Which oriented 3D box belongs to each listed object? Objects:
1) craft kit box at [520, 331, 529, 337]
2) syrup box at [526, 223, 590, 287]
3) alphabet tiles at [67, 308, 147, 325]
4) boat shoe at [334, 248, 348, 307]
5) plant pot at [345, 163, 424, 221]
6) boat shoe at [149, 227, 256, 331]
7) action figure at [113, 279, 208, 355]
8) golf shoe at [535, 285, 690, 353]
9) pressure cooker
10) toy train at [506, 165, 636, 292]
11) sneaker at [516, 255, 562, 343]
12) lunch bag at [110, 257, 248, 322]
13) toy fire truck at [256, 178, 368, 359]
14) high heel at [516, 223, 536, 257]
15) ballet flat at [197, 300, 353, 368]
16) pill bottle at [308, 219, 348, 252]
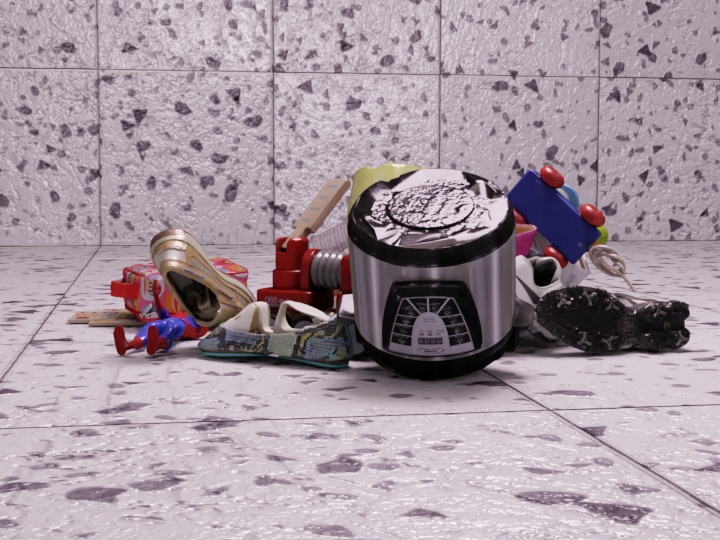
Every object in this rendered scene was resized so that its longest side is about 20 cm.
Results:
[{"bbox_3d":[0.129,0.060,1.574,0.199,0.049,0.197,3,3,30],"label":"craft kit box"},{"bbox_3d":[0.185,-0.026,1.515,0.200,0.079,0.082,20,36,-25],"label":"syrup box"},{"bbox_3d":[-0.310,0.066,1.707,0.199,0.006,0.166,0,5,-4],"label":"alphabet tiles"},{"bbox_3d":[0.000,0.000,1.561,0.200,0.072,0.076,-33,-14,-10],"label":"boat shoe"},{"bbox_3d":[0.049,-0.061,1.855,0.200,0.185,0.200,2,-13,1],"label":"plant pot"},{"bbox_3d":[-0.178,0.038,1.385,0.072,0.076,0.200,-29,-45,14],"label":"boat shoe"},{"bbox_3d":[-0.231,0.044,1.452,0.065,0.099,0.200,2,2,13],"label":"action figure"},{"bbox_3d":[0.288,0.061,1.416,0.199,0.078,0.094,10,-2,-18],"label":"golf shoe"},{"bbox_3d":[0.079,0.016,1.238,0.178,0.201,0.176,-25,39,-28],"label":"pressure cooker"},{"bbox_3d":[0.279,-0.039,1.476,0.200,0.085,0.116,47,19,20],"label":"toy train"},{"bbox_3d":[0.219,0.029,1.436,0.074,0.089,0.200,51,17,28],"label":"sneaker"},{"bbox_3d":[-0.255,0.026,1.649,0.176,0.082,0.200,-2,6,-20],"label":"lunch bag"},{"bbox_3d":[-0.027,-0.007,1.409,0.176,0.201,0.129,2,6,29],"label":"toy fire truck"},{"bbox_3d":[0.120,-0.043,1.380,0.200,0.096,0.067,26,19,-36],"label":"high heel"},{"bbox_3d":[-0.095,0.066,1.331,0.199,0.075,0.074,2,5,27],"label":"ballet flat"},{"bbox_3d":[0.005,-0.020,1.665,0.200,0.114,0.114,-27,-1,13],"label":"pill bottle"}]
